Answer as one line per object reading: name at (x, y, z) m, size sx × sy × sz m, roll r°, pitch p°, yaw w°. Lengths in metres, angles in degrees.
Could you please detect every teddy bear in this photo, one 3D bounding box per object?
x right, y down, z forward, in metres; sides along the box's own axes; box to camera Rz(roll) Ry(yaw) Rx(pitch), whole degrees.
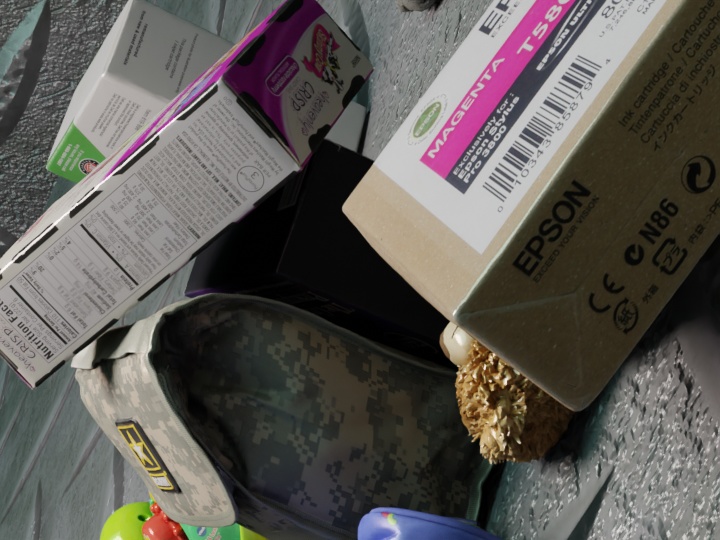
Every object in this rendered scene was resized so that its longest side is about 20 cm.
teddy bear at (0.096, -0.008, 0.903) m, size 0.200 × 0.066 × 0.145 m, roll -56°, pitch 18°, yaw 35°

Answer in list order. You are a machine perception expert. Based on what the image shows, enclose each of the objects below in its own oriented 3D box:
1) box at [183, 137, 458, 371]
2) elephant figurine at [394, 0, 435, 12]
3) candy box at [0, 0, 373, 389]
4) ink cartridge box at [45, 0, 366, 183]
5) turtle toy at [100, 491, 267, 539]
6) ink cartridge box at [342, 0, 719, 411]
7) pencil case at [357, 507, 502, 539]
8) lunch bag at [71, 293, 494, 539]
box at (0.000, 0.000, 1.078) m, size 0.200 × 0.140 × 0.079 m, roll 168°, pitch 121°, yaw -72°
elephant figurine at (0.052, -0.278, 1.329) m, size 0.155 × 0.142 × 0.200 m, roll -38°, pitch 1°, yaw 1°
candy box at (-0.096, -0.041, 0.990) m, size 0.200 × 0.061 × 0.136 m, roll -37°, pitch 11°, yaw 28°
ink cartridge box at (-0.115, -0.098, 1.486) m, size 0.147 × 0.199 × 0.083 m, roll -45°, pitch 24°, yaw 52°
turtle toy at (-0.098, 0.146, 1.280) m, size 0.200 × 0.101 × 0.146 m, roll -58°, pitch 18°, yaw 32°
ink cartridge box at (0.095, -0.064, 0.800) m, size 0.200 × 0.075 × 0.165 m, roll -54°, pitch 23°, yaw 3°
pencil case at (0.008, 0.201, 0.894) m, size 0.087 × 0.078 × 0.201 m, roll 10°, pitch 76°, yaw 44°
lunch bag at (-0.046, 0.081, 1.016) m, size 0.164 × 0.199 × 0.118 m, roll -17°, pitch 52°, yaw 69°
